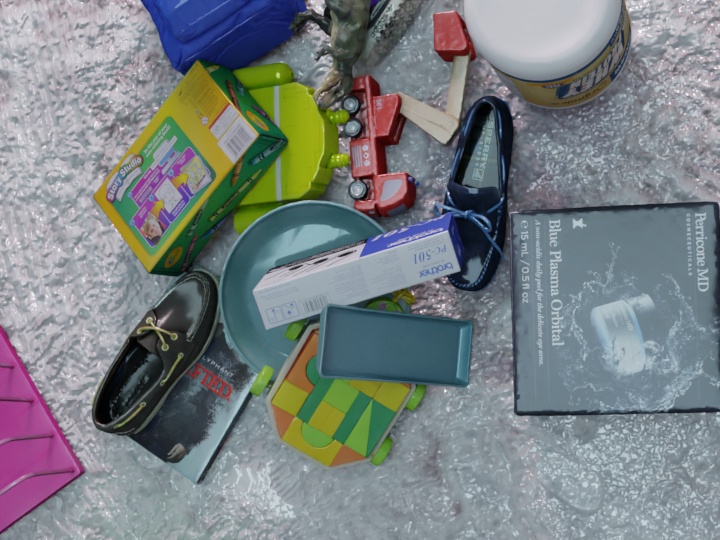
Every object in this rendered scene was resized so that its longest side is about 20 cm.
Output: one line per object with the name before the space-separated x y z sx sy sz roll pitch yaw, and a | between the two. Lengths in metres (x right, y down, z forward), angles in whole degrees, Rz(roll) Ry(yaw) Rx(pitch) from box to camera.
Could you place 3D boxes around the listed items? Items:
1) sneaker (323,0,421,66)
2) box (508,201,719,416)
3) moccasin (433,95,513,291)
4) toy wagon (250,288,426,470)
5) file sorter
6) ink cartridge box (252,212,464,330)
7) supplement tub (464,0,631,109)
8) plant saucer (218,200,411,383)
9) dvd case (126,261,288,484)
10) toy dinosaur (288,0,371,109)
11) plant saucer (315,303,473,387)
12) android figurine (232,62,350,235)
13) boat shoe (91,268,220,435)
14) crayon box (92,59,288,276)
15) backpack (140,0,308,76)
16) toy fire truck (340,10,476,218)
sneaker | 0.031 -0.324 1.422 0.099 0.070 0.200 38 95 17
box | 0.249 0.040 1.307 0.199 0.117 0.198 -3 84 14
moccasin | 0.110 -0.080 1.378 0.080 0.068 0.201 3 88 15
toy wagon | -0.011 0.102 1.377 0.155 0.040 0.201 30 100 -6
file sorter | -0.428 0.176 1.472 0.139 0.125 0.200 -36 77 9
ink cartridge box | 0.000 0.000 1.327 0.199 0.094 0.044 -17 101 10
supplement tub | 0.186 -0.237 1.304 0.144 0.200 0.146 -1 85 16
plant saucer | -0.046 0.026 1.407 0.199 0.036 0.201 0 97 2
dvd case | -0.182 0.108 1.466 0.146 0.022 0.201 32 92 15
toy dinosaur | -0.024 -0.268 1.389 0.088 0.047 0.201 21 98 15
plant saucer | 0.034 0.075 1.335 0.019 0.199 0.070 2 86 50
android figurine | -0.099 -0.130 1.435 0.199 0.041 0.183 -6 83 29
boat shoe | -0.215 0.087 1.434 0.072 0.061 0.202 32 93 15
crayon box | -0.181 -0.106 1.427 0.200 0.058 0.119 -49 65 19
backpack | -0.168 -0.328 1.429 0.162 0.168 0.201 -29 74 4
toy fire truck | 0.054 -0.159 1.411 0.140 0.049 0.201 -7 83 15
